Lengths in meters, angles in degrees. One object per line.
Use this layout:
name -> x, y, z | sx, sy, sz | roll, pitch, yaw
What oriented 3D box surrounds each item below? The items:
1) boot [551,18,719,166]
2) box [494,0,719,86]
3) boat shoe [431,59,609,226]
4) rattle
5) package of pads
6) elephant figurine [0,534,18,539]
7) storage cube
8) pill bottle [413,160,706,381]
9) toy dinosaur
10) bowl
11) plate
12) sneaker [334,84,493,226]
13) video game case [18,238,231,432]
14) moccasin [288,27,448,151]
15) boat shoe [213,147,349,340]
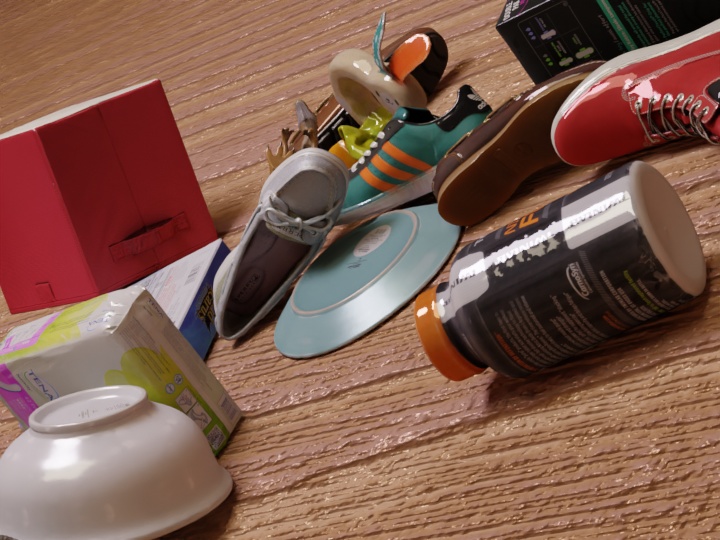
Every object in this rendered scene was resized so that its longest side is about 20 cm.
boot -> 0.240, -0.121, 1.689 | 0.199, 0.073, 0.144 | -27, 25, 17
box -> 0.240, -0.236, 1.845 | 0.199, 0.124, 0.149 | -24, 25, 34
boat shoe -> 0.139, -0.119, 1.819 | 0.200, 0.070, 0.070 | -33, 31, 23
rattle -> -0.005, -0.140, 1.987 | 0.142, 0.131, 0.200 | -29, -3, -12
package of pads -> -0.216, 0.099, 1.836 | 0.199, 0.155, 0.068 | -17, 28, 42
elephant figurine -> -0.293, 0.251, 1.581 | 0.141, 0.200, 0.155 | -31, 22, 18
storage cube -> -0.284, -0.074, 2.206 | 0.171, 0.181, 0.200 | -27, 12, -38
pill bottle -> 0.136, 0.010, 1.530 | 0.199, 0.106, 0.106 | -27, 23, 25
toy dinosaur -> -0.061, -0.064, 1.984 | 0.106, 0.060, 0.201 | 79, -153, -73
bowl -> -0.207, 0.149, 1.703 | 0.200, 0.091, 0.201 | -11, 14, 3
plate -> 0.000, 0.000, 1.880 | 0.200, 0.026, 0.200 | -33, 21, 15
sneaker -> 0.037, -0.103, 1.935 | 0.199, 0.080, 0.071 | -23, 3, 25
video game case -> -0.214, 0.073, 2.041 | 0.181, 0.046, 0.200 | -25, 24, 28
moccasin -> 0.006, -0.168, 2.165 | 0.202, 0.074, 0.078 | -49, 30, -2
boat shoe -> -0.073, -0.022, 1.922 | 0.202, 0.074, 0.065 | -52, 19, 31
